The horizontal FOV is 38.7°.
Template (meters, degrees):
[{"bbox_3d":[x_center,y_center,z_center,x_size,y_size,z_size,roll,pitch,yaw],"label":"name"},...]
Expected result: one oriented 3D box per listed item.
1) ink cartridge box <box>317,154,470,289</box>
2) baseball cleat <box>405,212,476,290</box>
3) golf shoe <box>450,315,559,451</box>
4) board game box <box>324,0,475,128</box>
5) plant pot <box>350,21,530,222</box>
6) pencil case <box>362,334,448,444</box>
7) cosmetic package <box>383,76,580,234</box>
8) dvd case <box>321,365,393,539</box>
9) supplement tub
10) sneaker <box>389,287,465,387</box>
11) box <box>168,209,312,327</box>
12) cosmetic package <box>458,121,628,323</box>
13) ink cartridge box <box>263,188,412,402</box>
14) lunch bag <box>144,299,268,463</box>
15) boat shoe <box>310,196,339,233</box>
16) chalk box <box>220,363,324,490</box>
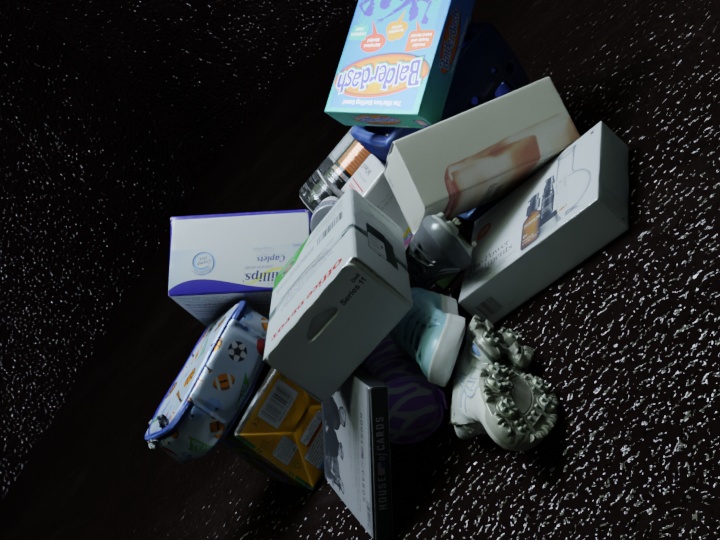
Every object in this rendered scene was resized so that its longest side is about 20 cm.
[{"bbox_3d":[0.044,-0.076,1.289,0.067,0.199,0.117,-48,17,6],"label":"ink cartridge box"},{"bbox_3d":[0.070,-0.003,1.136,0.106,0.070,0.200,-41,-9,-4],"label":"baseball cleat"},{"bbox_3d":[0.122,0.125,0.933,0.200,0.078,0.098,-86,21,-71],"label":"golf shoe"},{"bbox_3d":[0.050,-0.268,1.198,0.151,0.045,0.203,9,80,43],"label":"board game box"},{"bbox_3d":[0.128,-0.182,1.312,0.200,0.180,0.200,-48,16,-1],"label":"plant pot"},{"bbox_3d":[0.045,0.109,1.127,0.084,0.085,0.201,-14,24,4],"label":"pencil case"},{"bbox_3d":[0.135,-0.128,1.160,0.198,0.088,0.103,-23,-11,-9],"label":"cosmetic package"},{"bbox_3d":[-0.007,0.172,1.062,0.200,0.024,0.153,-159,65,-72],"label":"dvd case"},{"bbox_3d":[0.001,-0.164,1.711,0.200,0.122,0.123,-48,17,9],"label":"supplement tub"},{"bbox_3d":[0.058,0.064,1.045,0.200,0.081,0.075,-89,13,-82],"label":"sneaker"},{"bbox_3d":[-0.133,0.005,1.328,0.200,0.181,0.106,64,-156,-73],"label":"box"},{"bbox_3d":[0.196,-0.049,1.097,0.200,0.052,0.151,-40,18,35],"label":"cosmetic package"},{"bbox_3d":[-0.024,0.021,1.072,0.147,0.083,0.201,-48,16,18],"label":"ink cartridge box"},{"bbox_3d":[-0.185,0.139,1.248,0.201,0.075,0.160,-60,16,-25],"label":"lunch bag"},{"bbox_3d":[0.000,0.000,1.272,0.071,0.201,0.066,-29,15,16],"label":"boat shoe"},{"bbox_3d":[-0.108,0.184,1.291,0.126,0.124,0.200,-57,17,-17],"label":"chalk box"}]
